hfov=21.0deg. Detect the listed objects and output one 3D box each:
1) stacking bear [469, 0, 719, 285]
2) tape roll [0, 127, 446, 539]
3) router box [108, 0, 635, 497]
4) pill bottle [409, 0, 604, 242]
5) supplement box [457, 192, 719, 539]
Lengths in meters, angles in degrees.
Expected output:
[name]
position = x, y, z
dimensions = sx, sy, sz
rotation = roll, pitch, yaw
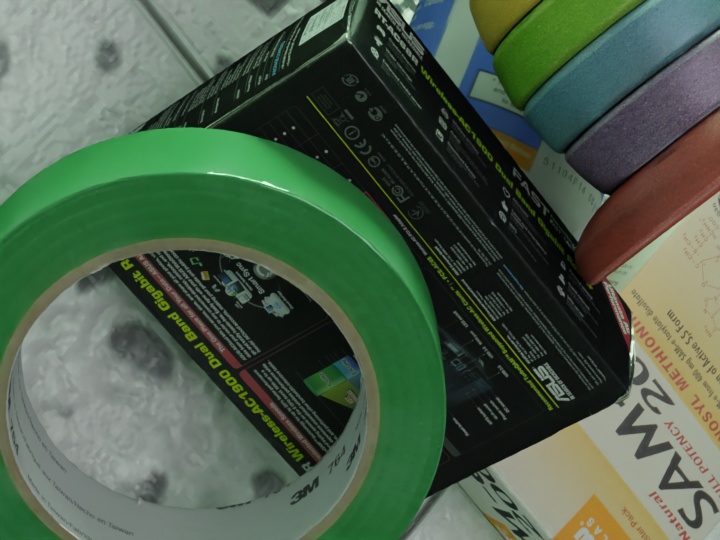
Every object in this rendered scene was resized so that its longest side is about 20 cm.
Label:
[stacking bear]
position = 0.088, -0.116, 0.780
dimensions = 0.121, 0.114, 0.201
rotation = -35, 84, -17
[tape roll]
position = -0.066, 0.046, 0.758
dimensions = 0.198, 0.048, 0.202
rotation = -1, 115, -2
[router box]
position = 0.000, 0.000, 0.808
dimensions = 0.200, 0.149, 0.062
rotation = 50, 27, -21
[pill bottle]
position = 0.082, -0.112, 0.888
dimensions = 0.112, 0.112, 0.202
rotation = 31, 73, -28
[supplement box]
position = 0.137, 0.052, 0.927
dimensions = 0.200, 0.073, 0.126
rotation = -47, 112, -15
